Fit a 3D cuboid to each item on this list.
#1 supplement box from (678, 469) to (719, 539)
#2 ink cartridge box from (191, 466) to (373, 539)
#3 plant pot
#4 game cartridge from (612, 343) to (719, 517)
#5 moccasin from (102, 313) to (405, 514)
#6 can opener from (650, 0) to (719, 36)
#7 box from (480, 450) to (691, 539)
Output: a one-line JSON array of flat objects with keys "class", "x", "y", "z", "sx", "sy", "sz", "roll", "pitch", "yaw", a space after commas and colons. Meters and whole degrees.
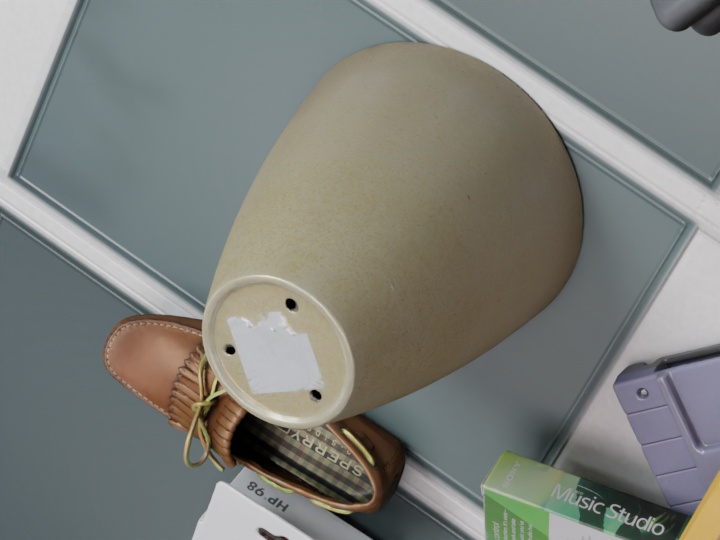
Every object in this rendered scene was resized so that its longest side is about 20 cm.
[{"class": "supplement box", "x": 0.219, "y": 0.132, "z": 1.532, "sx": 0.066, "sy": 0.069, "sz": 0.201, "roll": 32, "pitch": 112, "yaw": 11}, {"class": "ink cartridge box", "x": -0.052, "y": 0.204, "z": 1.785, "sx": 0.115, "sy": 0.067, "sz": 0.201, "roll": 32, "pitch": 135, "yaw": 10}, {"class": "plant pot", "x": 0.000, "y": 0.000, "z": 1.566, "sx": 0.186, "sy": 0.200, "sz": 0.188, "roll": 14, "pitch": 124, "yaw": 22}, {"class": "game cartridge", "x": 0.252, "y": 0.094, "z": 1.583, "sx": 0.199, "sy": 0.038, "sz": 0.130, "roll": -16, "pitch": 104, "yaw": 36}, {"class": "moccasin", "x": -0.070, "y": 0.090, "z": 1.726, "sx": 0.201, "sy": 0.078, "sz": 0.074, "roll": 35, "pitch": 103, "yaw": 9}, {"class": "can opener", "x": 0.222, "y": -0.196, "z": 1.432, "sx": 0.200, "sy": 0.053, "sz": 0.067, "roll": -37, "pitch": 63, "yaw": 39}, {"class": "box", "x": 0.167, "y": 0.193, "z": 1.664, "sx": 0.199, "sy": 0.036, "sz": 0.145, "roll": 18, "pitch": 140, "yaw": 19}]
